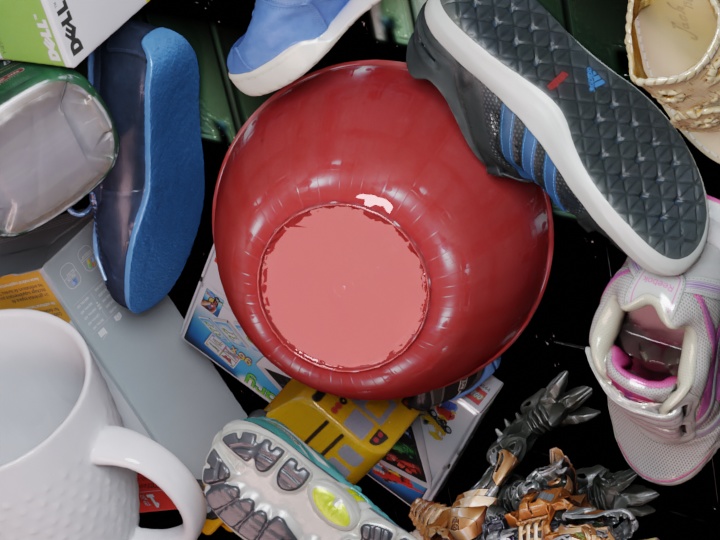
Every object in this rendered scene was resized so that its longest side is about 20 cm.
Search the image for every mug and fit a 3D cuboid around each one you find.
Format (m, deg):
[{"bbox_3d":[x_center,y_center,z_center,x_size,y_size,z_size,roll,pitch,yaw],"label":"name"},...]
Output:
[{"bbox_3d":[-0.194,0.138,1.598,0.199,0.148,0.176,3,137,22],"label":"mug"}]

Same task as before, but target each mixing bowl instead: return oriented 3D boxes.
[{"bbox_3d":[0.002,-0.006,1.370,0.199,0.108,0.201,4,109,11],"label":"mixing bowl"}]

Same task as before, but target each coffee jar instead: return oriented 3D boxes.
[{"bbox_3d":[-0.230,-0.097,1.503,0.200,0.104,0.085,34,156,56],"label":"coffee jar"}]

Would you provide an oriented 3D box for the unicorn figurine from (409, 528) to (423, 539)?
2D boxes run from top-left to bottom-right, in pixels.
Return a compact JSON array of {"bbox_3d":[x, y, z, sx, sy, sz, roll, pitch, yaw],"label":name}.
[{"bbox_3d":[0.093,0.221,1.520,0.200,0.074,0.138,22,134,27],"label":"unicorn figurine"}]

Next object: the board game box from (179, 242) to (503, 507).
[{"bbox_3d":[-0.016,0.056,1.571,0.200,0.035,0.126,36,142,8],"label":"board game box"}]

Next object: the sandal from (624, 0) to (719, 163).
[{"bbox_3d":[0.152,-0.121,1.231,0.077,0.070,0.212,10,132,34],"label":"sandal"}]

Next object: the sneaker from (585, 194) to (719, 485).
[{"bbox_3d":[0.161,0.051,1.371,0.081,0.088,0.200,20,137,25],"label":"sneaker"}]

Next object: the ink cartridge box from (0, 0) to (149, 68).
[{"bbox_3d":[-0.209,-0.175,1.384,0.076,0.200,0.148,9,132,35],"label":"ink cartridge box"}]

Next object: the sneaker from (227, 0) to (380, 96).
[{"bbox_3d":[-0.033,-0.179,1.326,0.111,0.077,0.200,43,138,-11],"label":"sneaker"}]

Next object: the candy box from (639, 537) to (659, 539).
[{"bbox_3d":[0.136,0.242,1.601,0.200,0.056,0.117,-18,112,46],"label":"candy box"}]

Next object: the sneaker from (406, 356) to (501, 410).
[{"bbox_3d":[0.000,0.000,1.458,0.200,0.083,0.071,51,175,-11],"label":"sneaker"}]

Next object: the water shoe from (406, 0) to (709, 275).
[{"bbox_3d":[0.106,-0.072,1.322,0.200,0.071,0.079,51,149,9],"label":"water shoe"}]

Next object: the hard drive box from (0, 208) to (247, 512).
[{"bbox_3d":[-0.186,0.066,1.694,0.156,0.077,0.200,-12,118,47],"label":"hard drive box"}]

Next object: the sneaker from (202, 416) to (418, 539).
[{"bbox_3d":[-0.004,0.157,1.471,0.200,0.080,0.078,45,107,2],"label":"sneaker"}]

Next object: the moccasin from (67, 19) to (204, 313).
[{"bbox_3d":[-0.138,-0.070,1.538,0.068,0.080,0.201,26,125,26],"label":"moccasin"}]

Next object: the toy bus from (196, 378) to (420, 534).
[{"bbox_3d":[-0.041,0.116,1.569,0.078,0.065,0.200,40,142,-1],"label":"toy bus"}]

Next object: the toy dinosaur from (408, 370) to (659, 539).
[{"bbox_3d":[0.093,0.139,1.467,0.200,0.136,0.102,18,141,41],"label":"toy dinosaur"}]
